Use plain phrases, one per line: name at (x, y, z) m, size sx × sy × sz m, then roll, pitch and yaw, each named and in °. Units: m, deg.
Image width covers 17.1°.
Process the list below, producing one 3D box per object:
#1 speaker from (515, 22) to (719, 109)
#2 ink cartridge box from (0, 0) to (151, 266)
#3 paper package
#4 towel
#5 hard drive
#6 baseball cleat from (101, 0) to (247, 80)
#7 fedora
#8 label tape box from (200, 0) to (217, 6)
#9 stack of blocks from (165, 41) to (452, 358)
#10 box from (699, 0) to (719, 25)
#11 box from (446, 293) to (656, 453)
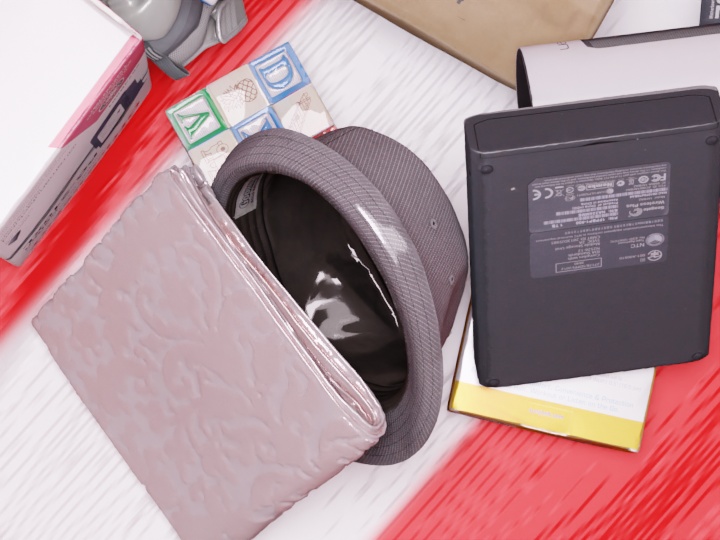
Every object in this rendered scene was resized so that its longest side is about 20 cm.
speaker at (0.187, -0.097, 1.347) m, size 0.198 × 0.081 × 0.082 m, roll -7°, pitch 86°, yaw -1°
ink cartridge box at (-0.194, -0.087, 1.373) m, size 0.084 × 0.200 × 0.145 m, roll 37°, pitch 86°, yaw -1°
paper package at (0.069, -0.227, 1.405) m, size 0.199 × 0.104 × 0.191 m, roll 27°, pitch 106°, yaw -4°
towel at (-0.092, 0.057, 1.381) m, size 0.032 × 0.200 × 0.192 m, roll -32°, pitch 84°, yaw -41°
hard drive at (0.130, -0.014, 1.345) m, size 0.138 × 0.201 × 0.033 m, roll -7°, pitch 48°, yaw -2°
baseball cleat at (-0.105, -0.208, 1.454) m, size 0.069 × 0.106 × 0.201 m, roll -4°, pitch 57°, yaw 34°
fedora at (0.000, 0.000, 1.349) m, size 0.090 × 0.176 × 0.201 m, roll -34°, pitch 112°, yaw -36°
label tape box at (-0.095, -0.272, 1.329) m, size 0.144 × 0.063 × 0.201 m, roll 30°, pitch 94°, yaw -20°
stack of blocks at (-0.043, -0.020, 1.439) m, size 0.115 × 0.059 × 0.201 m, roll -29°, pitch 87°, yaw -3°
box at (0.288, -0.223, 1.429) m, size 0.160 × 0.049 × 0.202 m, roll 3°, pitch 72°, yaw 10°
box at (0.130, 0.000, 1.451) m, size 0.118 × 0.041 × 0.202 m, roll 13°, pitch 83°, yaw 0°
